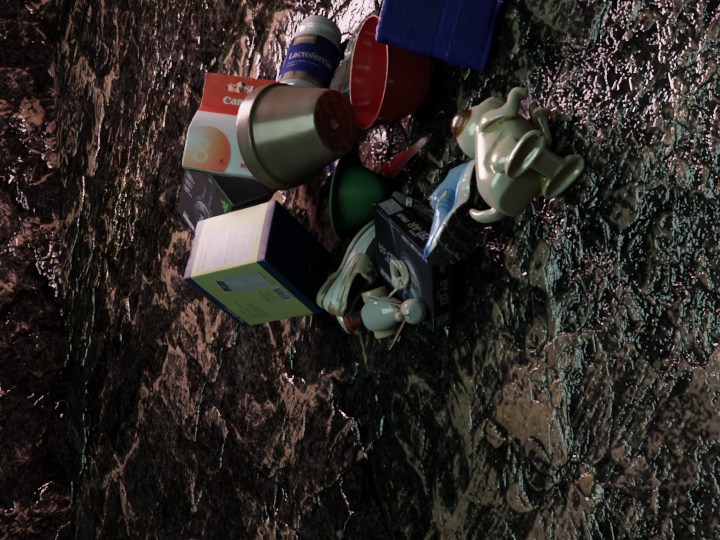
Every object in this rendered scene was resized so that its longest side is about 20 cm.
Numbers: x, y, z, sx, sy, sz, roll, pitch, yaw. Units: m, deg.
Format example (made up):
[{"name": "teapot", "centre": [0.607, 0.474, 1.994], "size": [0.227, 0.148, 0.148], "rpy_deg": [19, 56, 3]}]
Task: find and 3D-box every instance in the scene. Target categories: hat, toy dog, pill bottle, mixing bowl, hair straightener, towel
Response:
[{"name": "hat", "centre": [0.048, -0.137, 1.675], "size": [0.173, 0.201, 0.168], "rpy_deg": [8, 65, 20]}, {"name": "toy dog", "centre": [0.037, 0.079, 1.601], "size": [0.133, 0.095, 0.200], "rpy_deg": [62, 159, 16]}, {"name": "pill bottle", "centre": [-0.102, -0.415, 1.827], "size": [0.115, 0.115, 0.203], "rpy_deg": [-30, 40, 49]}, {"name": "mixing bowl", "centre": [0.061, -0.355, 1.623], "size": [0.200, 0.107, 0.204], "rpy_deg": [180, 90, -71]}, {"name": "hair straightener", "centre": [0.109, -0.099, 1.580], "size": [0.200, 0.076, 0.041], "rpy_deg": [37, 106, 50]}, {"name": "toy dog", "centre": [0.224, -0.186, 1.388], "size": [0.195, 0.138, 0.201], "rpy_deg": [-58, 38, 29]}, {"name": "towel", "centre": [0.132, -0.429, 1.490], "size": [0.050, 0.197, 0.150], "rpy_deg": [-90, 14, -80]}]

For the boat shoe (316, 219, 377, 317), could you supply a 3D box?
[{"name": "boat shoe", "centre": [0.000, 0.000, 1.699], "size": [0.068, 0.075, 0.202], "rpy_deg": [30, 85, 34]}]

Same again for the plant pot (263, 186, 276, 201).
[{"name": "plant pot", "centre": [-0.203, -0.248, 1.915], "size": [0.199, 0.182, 0.203], "rpy_deg": [30, 131, 43]}]

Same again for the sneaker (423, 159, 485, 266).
[{"name": "sneaker", "centre": [0.150, -0.092, 1.474], "size": [0.089, 0.078, 0.202], "rpy_deg": [-2, 53, 45]}]

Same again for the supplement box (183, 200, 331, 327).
[{"name": "supplement box", "centre": [-0.196, -0.008, 1.728], "size": [0.197, 0.200, 0.136], "rpy_deg": [-11, 53, 29]}]

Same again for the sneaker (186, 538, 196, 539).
[{"name": "sneaker", "centre": [-0.391, 0.742, 2.243], "size": [0.199, 0.075, 0.078], "rpy_deg": [11, 119, 54]}]

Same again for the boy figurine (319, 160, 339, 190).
[{"name": "boy figurine", "centre": [-0.066, -0.273, 1.852], "size": [0.124, 0.063, 0.203], "rpy_deg": [-41, 57, 57]}]

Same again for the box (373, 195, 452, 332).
[{"name": "box", "centre": [0.092, -0.014, 1.573], "size": [0.200, 0.043, 0.162], "rpy_deg": [48, 152, 44]}]

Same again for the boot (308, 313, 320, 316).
[{"name": "boot", "centre": [-0.169, 0.009, 1.913], "size": [0.078, 0.137, 0.201], "rpy_deg": [-60, 43, 32]}]

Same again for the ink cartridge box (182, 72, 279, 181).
[{"name": "ink cartridge box", "centre": [-0.250, -0.284, 1.735], "size": [0.159, 0.050, 0.204], "rpy_deg": [9, 88, 9]}]

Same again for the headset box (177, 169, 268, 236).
[{"name": "headset box", "centre": [-0.285, -0.145, 1.839], "size": [0.175, 0.092, 0.201], "rpy_deg": [52, 142, 23]}]

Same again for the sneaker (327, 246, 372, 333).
[{"name": "sneaker", "centre": [-0.013, 0.030, 1.770], "size": [0.081, 0.077, 0.202], "rpy_deg": [-25, 54, 15]}]

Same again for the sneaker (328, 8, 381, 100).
[{"name": "sneaker", "centre": [0.008, -0.415, 1.761], "size": [0.202, 0.085, 0.078], "rpy_deg": [-65, 13, -3]}]

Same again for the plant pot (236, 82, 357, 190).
[{"name": "plant pot", "centre": [-0.104, -0.259, 1.662], "size": [0.172, 0.198, 0.204], "rpy_deg": [-4, 84, 43]}]
